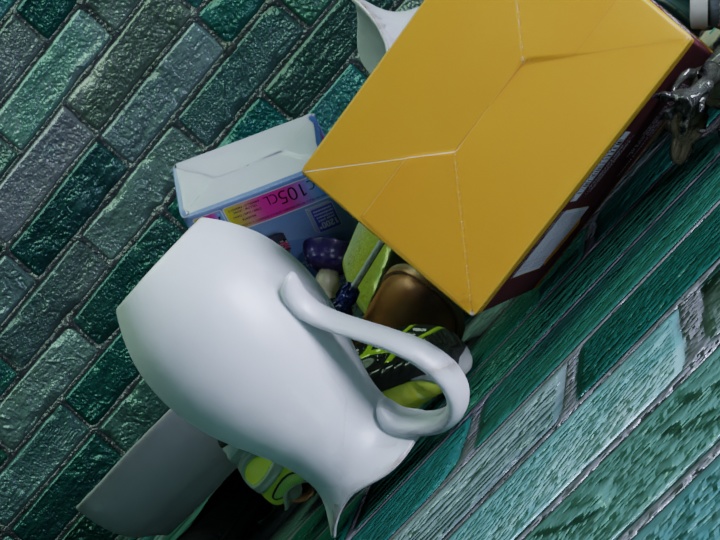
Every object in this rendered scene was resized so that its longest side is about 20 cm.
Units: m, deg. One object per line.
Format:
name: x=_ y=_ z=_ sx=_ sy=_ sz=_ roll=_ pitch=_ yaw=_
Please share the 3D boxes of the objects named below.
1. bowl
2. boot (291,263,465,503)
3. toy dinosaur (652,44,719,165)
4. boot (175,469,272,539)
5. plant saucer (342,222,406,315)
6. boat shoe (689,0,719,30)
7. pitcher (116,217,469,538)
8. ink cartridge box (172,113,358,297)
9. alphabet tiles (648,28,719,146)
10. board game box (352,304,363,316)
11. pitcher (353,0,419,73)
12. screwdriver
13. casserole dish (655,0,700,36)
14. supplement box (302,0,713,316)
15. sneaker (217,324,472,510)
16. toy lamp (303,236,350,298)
bowl: x=-0.130 y=0.139 z=1.360 sx=0.200 sy=0.075 sz=0.200 roll=-46 pitch=0 yaw=26
boot: x=-0.001 y=0.092 z=1.185 sx=0.155 sy=0.073 sz=0.200 roll=-49 pitch=-9 yaw=-29
toy dinosaur: x=0.213 y=-0.111 z=0.862 sx=0.088 sy=0.048 sz=0.200 roll=-42 pitch=1 yaw=-41
boot: x=-0.151 y=0.250 z=1.357 sx=0.165 sy=0.066 sz=0.200 roll=-38 pitch=10 yaw=26
plant saucer: x=0.050 y=-0.052 z=1.340 sx=0.201 sy=0.048 sz=0.200 roll=-68 pitch=-18 yaw=0
boat shoe: x=0.258 y=-0.198 z=1.078 sx=0.061 sy=0.074 sz=0.200 roll=-1 pitch=15 yaw=17
pitcher: x=-0.040 y=0.051 z=0.981 sx=0.172 sy=0.200 sz=0.121 roll=-44 pitch=5 yaw=43
ink cartridge box: x=-0.063 y=-0.026 z=1.405 sx=0.135 sy=0.201 sz=0.077 roll=-19 pitch=47 yaw=7
alphabet tiles: x=0.249 y=-0.153 z=1.163 sx=0.196 sy=0.015 sz=0.200 roll=-48 pitch=2 yaw=14
board game box: x=0.052 y=-0.043 z=1.553 sx=0.150 sy=0.047 sz=0.201 roll=-14 pitch=-34 yaw=-47
pitcher: x=0.106 y=-0.145 z=1.172 sx=0.198 sy=0.173 sz=0.121 roll=-11 pitch=-25 yaw=-1
screwdriver: x=0.000 y=0.000 z=1.156 sx=0.029 sy=0.028 sz=0.201 roll=-16 pitch=-34 yaw=-42
casserole dish: x=0.164 y=-0.127 z=1.107 sx=0.121 sy=0.039 sz=0.201 roll=21 pitch=-70 yaw=-45
supplement box: x=0.099 y=-0.098 z=0.971 sx=0.198 sy=0.133 sz=0.200 roll=-53 pitch=-11 yaw=14
sneaker: x=-0.002 y=0.100 z=1.102 sx=0.199 sy=0.077 sz=0.075 roll=-26 pitch=12 yaw=29
toy lamp: x=-0.036 y=0.076 z=1.317 sx=0.058 sy=0.058 sz=0.202 roll=139 pitch=143 yaw=-69
